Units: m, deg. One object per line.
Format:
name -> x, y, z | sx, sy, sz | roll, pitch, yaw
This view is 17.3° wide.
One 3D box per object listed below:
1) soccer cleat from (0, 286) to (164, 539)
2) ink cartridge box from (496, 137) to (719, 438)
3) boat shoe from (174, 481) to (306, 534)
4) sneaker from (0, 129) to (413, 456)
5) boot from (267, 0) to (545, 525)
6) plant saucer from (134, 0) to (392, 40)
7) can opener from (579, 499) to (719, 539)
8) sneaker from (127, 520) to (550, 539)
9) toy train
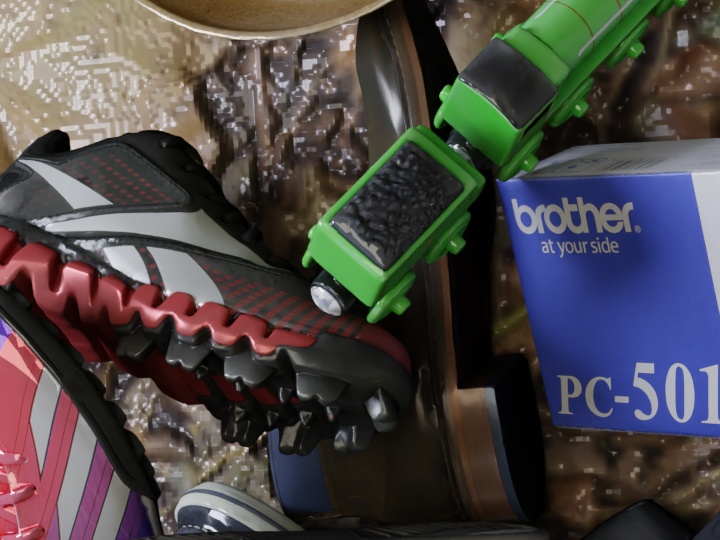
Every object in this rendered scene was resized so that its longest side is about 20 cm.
soccer cleat -> -0.102, 0.097, 0.804 | 0.073, 0.068, 0.200 | -32, 114, -20
ink cartridge box -> 0.136, 0.006, 0.763 | 0.200, 0.044, 0.094 | 0, 108, 49
boat shoe -> -0.012, 0.166, 0.865 | 0.200, 0.062, 0.075 | 55, 153, 8
sneaker -> -0.061, 0.000, 0.833 | 0.200, 0.071, 0.098 | 16, 63, 30
boot -> 0.000, 0.000, 0.856 | 0.097, 0.075, 0.200 | -11, 90, 19
plant saucer -> -0.014, -0.172, 0.853 | 0.200, 0.035, 0.201 | -8, 72, 25
can opener -> 0.135, 0.091, 0.813 | 0.200, 0.063, 0.079 | -44, 77, 18
sneaker -> -0.019, 0.139, 0.768 | 0.075, 0.200, 0.107 | -4, 86, 58
toy train -> 0.052, -0.061, 0.790 | 0.042, 0.056, 0.200 | 40, 67, 8
